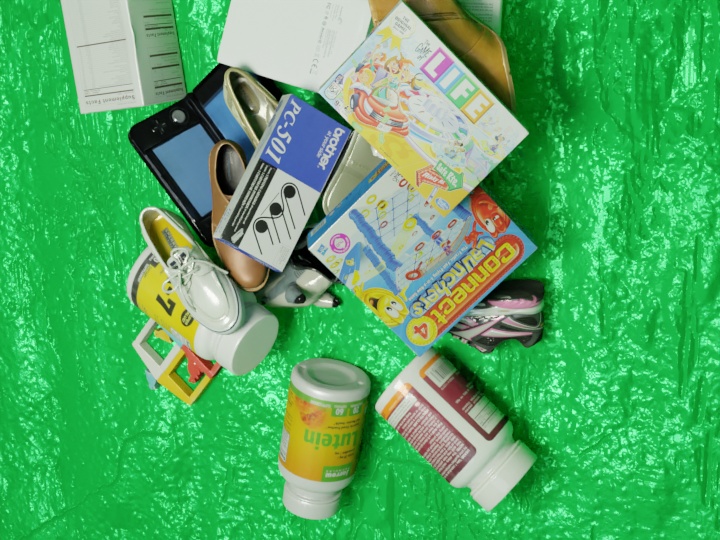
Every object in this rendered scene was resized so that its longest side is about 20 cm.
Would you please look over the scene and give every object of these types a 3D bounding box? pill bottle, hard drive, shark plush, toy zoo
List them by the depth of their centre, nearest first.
[{"bbox_3d":[-0.081,-0.308,1.492,0.198,0.025,0.134,20,100,20],"label":"hard drive"},{"bbox_3d":[0.125,0.205,1.492,0.200,0.114,0.115,44,117,9],"label":"pill bottle"},{"bbox_3d":[-0.213,0.049,1.574,0.199,0.114,0.115,34,116,24],"label":"pill bottle"},{"bbox_3d":[-0.054,0.233,1.586,0.110,0.111,0.203,17,110,20],"label":"pill bottle"},{"bbox_3d":[-0.103,0.009,1.599,0.198,0.090,0.085,-5,82,47],"label":"shark plush"},{"bbox_3d":[-0.256,0.106,1.701,0.131,0.020,0.201,43,117,9],"label":"toy zoo"}]

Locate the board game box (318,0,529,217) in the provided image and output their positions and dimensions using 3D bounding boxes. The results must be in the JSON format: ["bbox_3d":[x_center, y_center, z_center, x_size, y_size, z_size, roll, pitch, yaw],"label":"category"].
[{"bbox_3d":[0.069,-0.177,1.271,0.200,0.034,0.134,43,104,-11],"label":"board game box"}]

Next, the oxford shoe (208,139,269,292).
[{"bbox_3d":[-0.162,-0.070,1.492,0.070,0.071,0.203,-14,92,-6],"label":"oxford shoe"}]

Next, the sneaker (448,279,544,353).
[{"bbox_3d":[0.141,0.067,1.470,0.198,0.080,0.088,0,114,31],"label":"sneaker"}]

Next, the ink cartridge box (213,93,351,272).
[{"bbox_3d":[-0.099,-0.110,1.453,0.093,0.044,0.202,28,84,-19],"label":"ink cartridge box"}]

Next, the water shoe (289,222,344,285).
[{"bbox_3d":[0.000,0.000,1.466,0.198,0.079,0.072,16,123,24],"label":"water shoe"}]

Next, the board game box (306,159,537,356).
[{"bbox_3d":[0.072,-0.035,1.371,0.200,0.056,0.196,-43,107,11],"label":"board game box"}]

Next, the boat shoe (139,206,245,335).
[{"bbox_3d":[-0.223,-0.006,1.482,0.074,0.086,0.203,-36,70,7],"label":"boat shoe"}]

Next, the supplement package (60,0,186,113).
[{"bbox_3d":[-0.323,-0.323,1.568,0.112,0.109,0.203,-2,103,26],"label":"supplement package"}]

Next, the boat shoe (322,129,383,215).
[{"bbox_3d":[0.016,-0.153,1.474,0.074,0.066,0.201,27,97,-11],"label":"boat shoe"}]

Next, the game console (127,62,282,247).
[{"bbox_3d":[-0.181,-0.166,1.543,0.201,0.175,0.116,53,147,5],"label":"game console"}]

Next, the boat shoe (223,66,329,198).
[{"bbox_3d":[-0.109,-0.178,1.503,0.073,0.063,0.202,-35,86,-3],"label":"boat shoe"}]

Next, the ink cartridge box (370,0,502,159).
[{"bbox_3d":[0.087,-0.238,1.378,0.143,0.084,0.203,2,106,-4],"label":"ink cartridge box"}]

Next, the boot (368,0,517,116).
[{"bbox_3d":[0.089,-0.245,1.302,0.142,0.071,0.204,-19,104,6],"label":"boot"}]
